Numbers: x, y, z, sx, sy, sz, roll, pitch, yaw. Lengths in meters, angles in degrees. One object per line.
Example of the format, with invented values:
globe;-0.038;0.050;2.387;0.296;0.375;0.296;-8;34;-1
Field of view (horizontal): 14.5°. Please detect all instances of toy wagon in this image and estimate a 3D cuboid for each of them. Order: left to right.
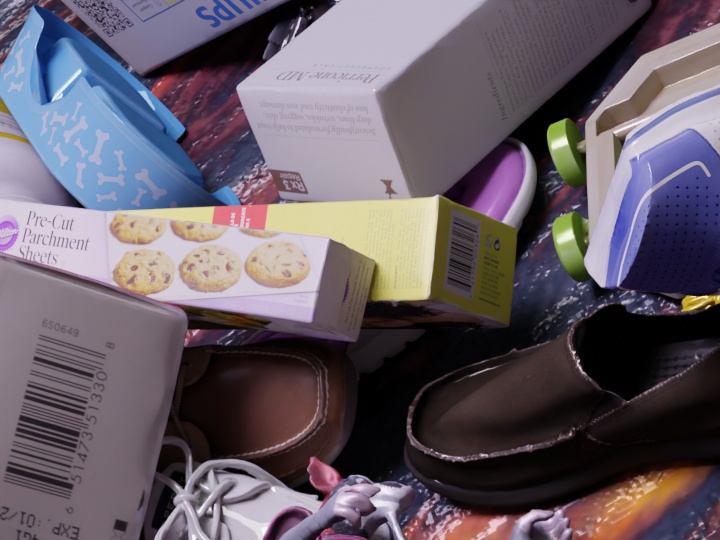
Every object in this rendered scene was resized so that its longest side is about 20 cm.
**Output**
toy wagon;0.162;-0.040;1.287;0.155;0.040;0.200;-22;38;20

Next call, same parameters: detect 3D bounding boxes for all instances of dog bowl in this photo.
dog bowl;-0.136;-0.072;1.524;0.050;0.111;0.200;-48;35;7

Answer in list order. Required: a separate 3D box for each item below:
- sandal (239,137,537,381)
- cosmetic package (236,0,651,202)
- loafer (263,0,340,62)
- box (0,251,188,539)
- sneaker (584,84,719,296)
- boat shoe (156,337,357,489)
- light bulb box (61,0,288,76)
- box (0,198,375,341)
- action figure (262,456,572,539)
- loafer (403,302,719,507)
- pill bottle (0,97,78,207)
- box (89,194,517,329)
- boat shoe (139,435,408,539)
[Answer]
sandal;0.004;0.003;1.362;0.203;0.050;0.082;-43;35;-6
cosmetic package;0.044;-0.112;1.405;0.101;0.074;0.200;5;36;44
loafer;-0.004;-0.158;1.542;0.072;0.063;0.200;16;60;48
box;-0.184;0.064;1.285;0.200;0.109;0.128;-1;74;54
sneaker;0.201;-0.016;1.138;0.199;0.081;0.115;-6;35;-30
boat shoe;-0.087;0.070;1.322;0.199;0.072;0.076;-14;74;40
light bulb box;-0.117;-0.238;1.571;0.198;0.200;0.125;-19;33;55
box;-0.086;-0.001;1.277;0.199;0.039;0.042;8;80;35
action figure;0.009;0.159;1.153;0.149;0.134;0.200;-54;33;23
loafer;0.100;0.045;1.213;0.199;0.071;0.073;-15;40;28
pill bottle;-0.216;-0.036;1.542;0.111;0.111;0.200;-37;34;-1
box;-0.031;-0.001;1.309;0.199;0.075;0.050;-1;78;35
boat shoe;-0.072;0.114;1.268;0.201;0.086;0.075;1;50;42
